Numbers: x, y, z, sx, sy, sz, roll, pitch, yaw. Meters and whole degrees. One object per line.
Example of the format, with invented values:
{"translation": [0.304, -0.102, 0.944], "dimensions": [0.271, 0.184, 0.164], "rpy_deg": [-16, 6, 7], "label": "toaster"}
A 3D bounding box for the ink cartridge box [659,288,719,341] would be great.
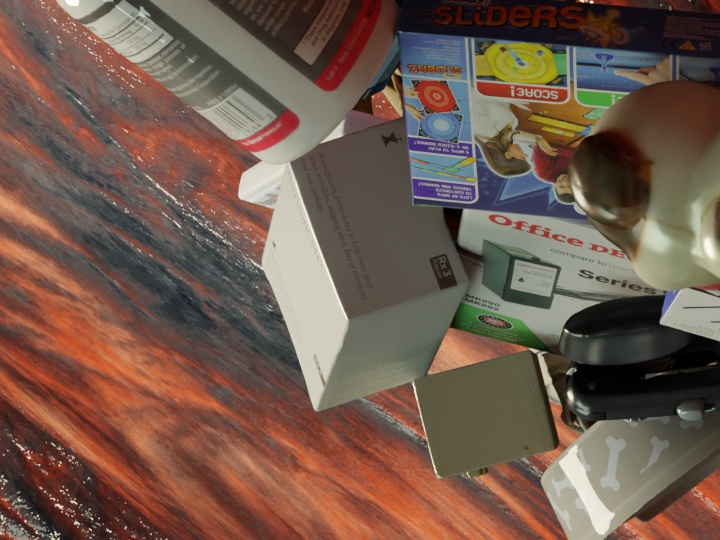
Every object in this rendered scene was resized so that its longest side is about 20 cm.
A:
{"translation": [0.266, 0.023, 1.492], "dimensions": [0.200, 0.044, 0.094], "rpy_deg": [16, 160, 0], "label": "ink cartridge box"}

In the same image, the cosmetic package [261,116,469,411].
{"translation": [0.000, 0.000, 1.702], "dimensions": [0.200, 0.081, 0.113], "rpy_deg": [103, 148, -70], "label": "cosmetic package"}

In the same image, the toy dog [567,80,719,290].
{"translation": [0.198, -0.045, 1.356], "dimensions": [0.200, 0.140, 0.194], "rpy_deg": [-7, 115, 35], "label": "toy dog"}

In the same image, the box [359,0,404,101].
{"translation": [-0.033, -0.204, 1.558], "dimensions": [0.200, 0.038, 0.137], "rpy_deg": [57, 152, 12], "label": "box"}

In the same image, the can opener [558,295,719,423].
{"translation": [0.211, 0.053, 1.601], "dimensions": [0.200, 0.063, 0.079], "rpy_deg": [-1, 157, -2], "label": "can opener"}

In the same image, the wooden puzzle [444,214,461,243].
{"translation": [0.097, 0.002, 1.860], "dimensions": [0.200, 0.037, 0.185], "rpy_deg": [16, 165, -8], "label": "wooden puzzle"}

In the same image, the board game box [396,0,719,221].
{"translation": [0.123, -0.081, 1.480], "dimensions": [0.200, 0.034, 0.135], "rpy_deg": [6, 140, 10], "label": "board game box"}

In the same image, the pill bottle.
{"translation": [-0.087, -0.153, 1.447], "dimensions": [0.200, 0.111, 0.111], "rpy_deg": [37, 165, -20], "label": "pill bottle"}

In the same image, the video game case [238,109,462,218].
{"translation": [0.038, -0.050, 1.801], "dimensions": [0.182, 0.023, 0.200], "rpy_deg": [15, 166, -18], "label": "video game case"}

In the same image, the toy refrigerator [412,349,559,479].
{"translation": [0.083, 0.093, 1.787], "dimensions": [0.200, 0.076, 0.070], "rpy_deg": [29, -133, -85], "label": "toy refrigerator"}

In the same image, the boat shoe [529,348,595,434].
{"translation": [0.155, 0.076, 1.869], "dimensions": [0.071, 0.070, 0.200], "rpy_deg": [17, 165, -13], "label": "boat shoe"}

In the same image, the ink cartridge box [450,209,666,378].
{"translation": [0.130, -0.022, 1.647], "dimensions": [0.146, 0.084, 0.200], "rpy_deg": [14, 158, 4], "label": "ink cartridge box"}

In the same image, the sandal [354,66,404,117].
{"translation": [0.012, -0.103, 1.810], "dimensions": [0.078, 0.070, 0.212], "rpy_deg": [22, 155, 47], "label": "sandal"}

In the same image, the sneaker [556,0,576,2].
{"translation": [0.055, -0.187, 1.545], "dimensions": [0.200, 0.078, 0.090], "rpy_deg": [8, 124, 56], "label": "sneaker"}

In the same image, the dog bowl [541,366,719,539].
{"translation": [0.195, 0.097, 1.718], "dimensions": [0.059, 0.200, 0.200], "rpy_deg": [52, 165, 11], "label": "dog bowl"}
